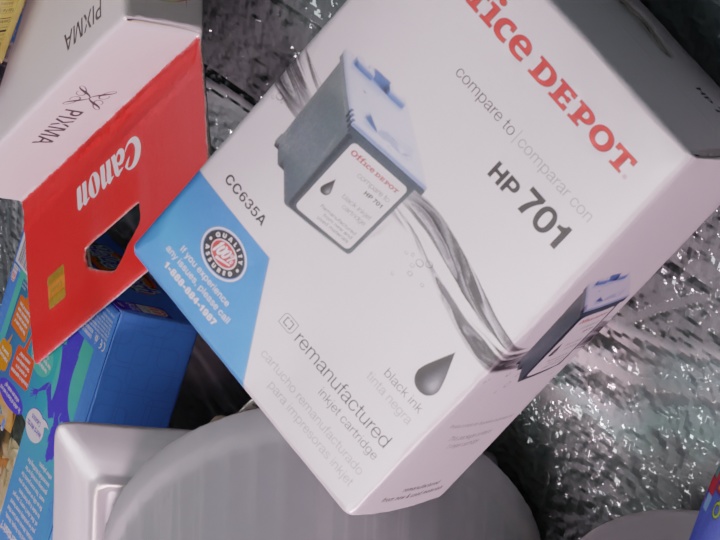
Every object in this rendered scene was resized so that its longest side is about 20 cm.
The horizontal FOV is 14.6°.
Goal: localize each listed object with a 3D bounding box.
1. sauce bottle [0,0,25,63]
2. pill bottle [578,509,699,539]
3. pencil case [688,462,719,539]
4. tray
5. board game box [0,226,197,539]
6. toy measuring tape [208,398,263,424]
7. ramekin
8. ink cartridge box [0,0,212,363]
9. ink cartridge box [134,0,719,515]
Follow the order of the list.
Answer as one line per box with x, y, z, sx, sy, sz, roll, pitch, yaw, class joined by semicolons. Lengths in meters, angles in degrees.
-0.190;-0.122;1.293;0.065;0.065;0.200;40;119;27;sauce bottle
0.130;0.209;1.156;0.113;0.113;0.201;26;129;38;pill bottle
0.168;0.084;1.010;0.078;0.087;0.201;-116;47;-76;pencil case
-0.041;0.122;1.271;0.199;0.022;0.108;4;125;-2;tray
-0.150;0.090;1.366;0.152;0.045;0.201;41;115;59;board game box
0.000;0.000;1.198;0.200;0.073;0.074;-44;76;32;toy measuring tape
-0.018;0.163;1.224;0.199;0.098;0.201;1;128;1;ramekin
-0.131;-0.074;1.286;0.200;0.045;0.177;-36;51;53;ink cartridge box
0.032;-0.027;1.084;0.147;0.086;0.200;49;114;17;ink cartridge box
